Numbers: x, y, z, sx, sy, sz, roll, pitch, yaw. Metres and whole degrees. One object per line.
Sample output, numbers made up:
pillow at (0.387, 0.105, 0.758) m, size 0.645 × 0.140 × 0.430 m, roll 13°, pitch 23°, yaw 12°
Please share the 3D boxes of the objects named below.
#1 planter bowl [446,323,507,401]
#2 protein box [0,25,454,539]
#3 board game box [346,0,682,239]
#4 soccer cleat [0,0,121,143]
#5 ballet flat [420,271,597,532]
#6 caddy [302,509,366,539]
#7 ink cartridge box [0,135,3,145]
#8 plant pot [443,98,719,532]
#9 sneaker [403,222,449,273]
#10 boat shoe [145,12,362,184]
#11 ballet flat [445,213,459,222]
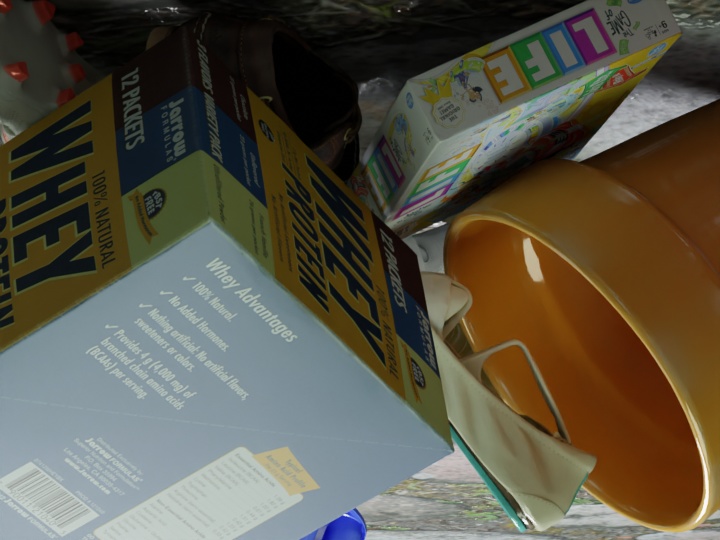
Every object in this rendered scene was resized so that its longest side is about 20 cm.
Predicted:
planter bowl at (-0.019, 0.036, 1.480) m, size 0.199 × 0.084 × 0.200 m, roll -4°, pitch -164°, yaw 1°
protein box at (-0.097, 0.034, 1.259) m, size 0.200 × 0.135 × 0.199 m, roll -31°, pitch 131°, yaw 18°
board game box at (0.068, -0.074, 1.333) m, size 0.134 × 0.034 × 0.200 m, roll -25°, pitch 171°, yaw -15°
soccer cleat at (-0.155, -0.082, 1.311) m, size 0.077 × 0.070 × 0.200 m, roll -21°, pitch 162°, yaw 21°
ballet flat at (0.048, 0.044, 1.383) m, size 0.069 × 0.200 × 0.069 m, roll -41°, pitch -179°, yaw 1°
caddy at (-0.090, 0.253, 2.518) m, size 0.199 × 0.105 × 0.141 m, roll -12°, pitch 140°, yaw 35°
ink cartridge box at (-0.211, -0.052, 1.468) m, size 0.094 × 0.044 × 0.200 m, roll -9°, pitch 163°, yaw 22°
plant pot at (0.175, 0.002, 1.397) m, size 0.183 × 0.200 × 0.200 m, roll -37°, pitch 177°, yaw -21°
sneaker at (0.000, 0.000, 1.605) m, size 0.199 × 0.075 × 0.115 m, roll -26°, pitch 136°, yaw -3°
boat shoe at (-0.035, -0.078, 1.335) m, size 0.070 × 0.071 × 0.200 m, roll -10°, pitch 167°, yaw 19°
ballet flat at (0.087, -0.030, 1.545) m, size 0.069 × 0.070 × 0.200 m, roll -7°, pitch 163°, yaw 19°
